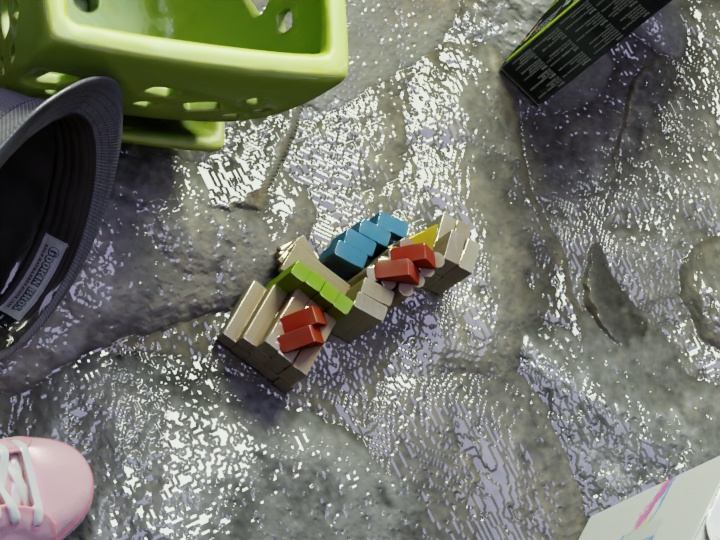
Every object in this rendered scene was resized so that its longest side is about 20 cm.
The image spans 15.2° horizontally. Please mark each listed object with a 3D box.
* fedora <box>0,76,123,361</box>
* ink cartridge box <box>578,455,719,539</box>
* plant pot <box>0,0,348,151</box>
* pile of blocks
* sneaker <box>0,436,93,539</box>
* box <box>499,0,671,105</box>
[{"bbox_3d":[-0.221,-0.042,1.562,0.090,0.200,0.177,29,45,18],"label":"fedora"},{"bbox_3d":[0.219,0.212,1.683,0.128,0.200,0.125,37,57,-12],"label":"ink cartridge box"},{"bbox_3d":[-0.139,-0.183,1.643,0.199,0.181,0.201,5,69,-28],"label":"plant pot"},{"bbox_3d":[0.000,0.000,1.728,0.200,0.062,0.082,-31,88,-35],"label":"pile of blocks"},{"bbox_3d":[-0.227,0.127,1.527,0.200,0.105,0.076,-7,72,-32],"label":"sneaker"},{"bbox_3d":[0.204,-0.221,1.847,0.048,0.200,0.193,42,56,-7],"label":"box"}]
